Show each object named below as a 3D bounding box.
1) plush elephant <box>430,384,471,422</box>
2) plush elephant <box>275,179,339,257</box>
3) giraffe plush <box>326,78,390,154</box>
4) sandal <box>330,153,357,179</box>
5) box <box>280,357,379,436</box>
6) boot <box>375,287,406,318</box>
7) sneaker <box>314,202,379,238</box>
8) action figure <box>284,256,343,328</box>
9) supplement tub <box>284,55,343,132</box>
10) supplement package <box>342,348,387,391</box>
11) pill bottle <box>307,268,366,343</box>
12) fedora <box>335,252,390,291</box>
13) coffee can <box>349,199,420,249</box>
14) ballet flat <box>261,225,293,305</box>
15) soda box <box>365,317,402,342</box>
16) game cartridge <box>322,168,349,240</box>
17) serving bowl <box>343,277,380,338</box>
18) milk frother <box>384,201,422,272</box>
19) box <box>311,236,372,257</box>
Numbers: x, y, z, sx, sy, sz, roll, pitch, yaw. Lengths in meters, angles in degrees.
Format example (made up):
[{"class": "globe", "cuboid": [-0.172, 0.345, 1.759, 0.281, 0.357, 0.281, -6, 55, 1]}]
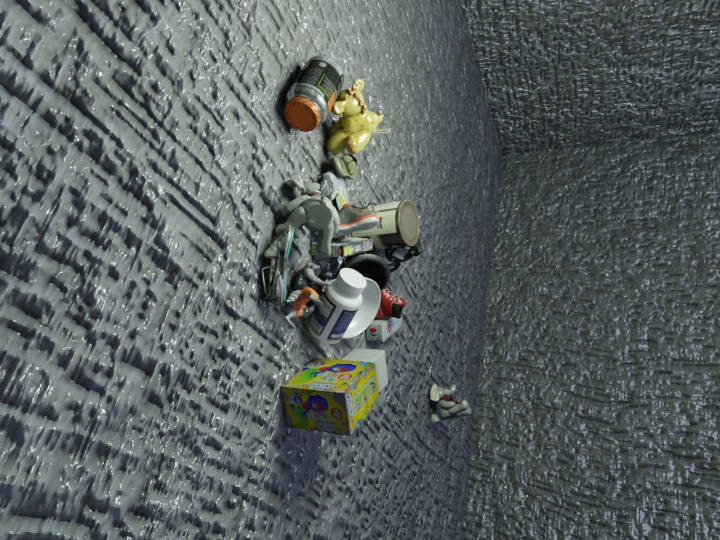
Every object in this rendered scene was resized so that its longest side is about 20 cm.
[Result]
[{"class": "plush elephant", "cuboid": [0.404, 0.605, 2.483, 0.165, 0.197, 0.157, 45, 27, -56]}, {"class": "plush elephant", "cuboid": [-0.131, -0.169, 1.433, 0.202, 0.162, 0.155, -65, -159, 19]}, {"class": "giraffe plush", "cuboid": [-0.029, -0.456, 1.563, 0.163, 0.197, 0.175, 54, 35, -45]}, {"class": "sandal", "cuboid": [-0.037, -0.326, 1.648, 0.080, 0.057, 0.201, 57, 15, -5]}, {"class": "box", "cuboid": [-0.078, 0.337, 1.452, 0.192, 0.197, 0.124, -32, 118, -61]}, {"class": "boot", "cuboid": [0.089, 0.069, 1.859, 0.072, 0.142, 0.204, -29, 114, -58]}, {"class": "sneaker", "cuboid": [-0.046, -0.150, 1.554, 0.077, 0.196, 0.083, 69, 10, -74]}, {"class": "action figure", "cuboid": [-0.133, 0.034, 1.410, 0.104, 0.201, 0.195, 28, 30, -17]}, {"class": "supplement tub", "cuboid": [-0.128, -0.477, 1.448, 0.123, 0.121, 0.202, 62, 38, -43]}, {"class": "supplement package", "cuboid": [-0.005, 0.338, 1.693, 0.199, 0.115, 0.120, -26, 113, -61]}, {"class": "pill bottle", "cuboid": [-0.062, 0.097, 1.485, 0.202, 0.110, 0.111, -60, 167, 28]}, {"class": "fedora", "cuboid": [0.000, 0.000, 1.710, 0.201, 0.198, 0.092, 57, 7, -47]}, {"class": "coffee can", "cuboid": [0.077, -0.145, 1.755, 0.146, 0.197, 0.149, 9, 79, -56]}, {"class": "ballet flat", "cuboid": [-0.211, -0.016, 1.332, 0.072, 0.071, 0.204, 10, 86, -63]}, {"class": "soda box", "cuboid": [0.088, 0.196, 1.938, 0.199, 0.067, 0.065, -27, 115, -61]}, {"class": "game cartridge", "cuboid": [-0.066, -0.206, 1.630, 0.134, 0.040, 0.203, -66, 145, -70]}, {"class": "serving bowl", "cuboid": [-0.030, 0.106, 1.656, 0.198, 0.065, 0.203, -25, 129, -35]}, {"class": "milk frother", "cuboid": [0.107, -0.104, 1.931, 0.180, 0.198, 0.190, 41, 29, -47]}, {"class": "box", "cuboid": [-0.052, -0.072, 1.608, 0.199, 0.108, 0.035, -19, 113, -63]}]
